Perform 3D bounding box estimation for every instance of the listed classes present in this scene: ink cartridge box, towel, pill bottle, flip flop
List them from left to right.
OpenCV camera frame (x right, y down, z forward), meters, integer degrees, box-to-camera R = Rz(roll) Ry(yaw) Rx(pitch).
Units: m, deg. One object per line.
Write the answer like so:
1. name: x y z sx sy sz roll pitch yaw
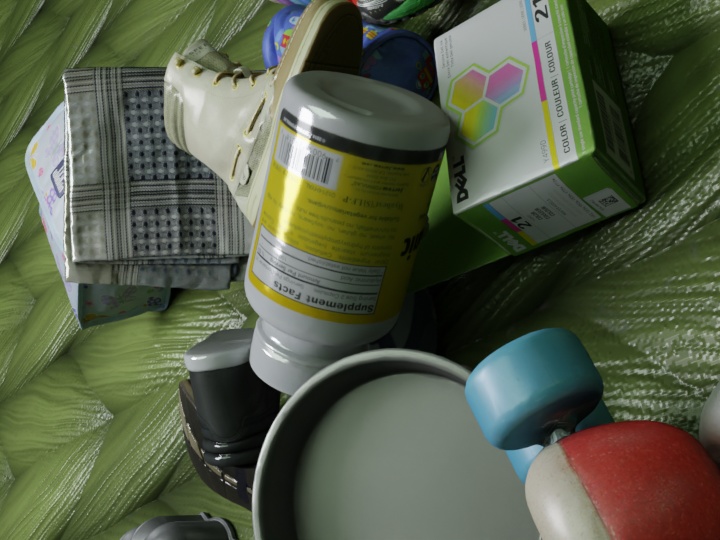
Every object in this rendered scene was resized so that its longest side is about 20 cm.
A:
1. towel: -0.173 -0.081 0.921 0.035 0.190 0.202 -134 45 -77
2. flip flop: -0.087 0.151 0.844 0.199 0.057 0.082 24 127 40
3. pill bottle: -0.017 -0.020 0.678 0.111 0.110 0.202 47 129 51
4. ink cartridge box: 0.076 -0.084 0.691 0.199 0.076 0.149 -24 55 31

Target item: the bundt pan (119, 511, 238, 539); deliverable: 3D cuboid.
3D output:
1. bundt pan: -0.175 0.306 0.873 0.201 0.075 0.204 -26 55 43

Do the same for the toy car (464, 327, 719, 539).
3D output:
1. toy car: 0.182 0.099 0.469 0.199 0.177 0.185 -29 61 6

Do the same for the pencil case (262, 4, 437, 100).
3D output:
1. pencil case: -0.017 -0.179 0.884 0.087 0.078 0.200 -58 36 -1

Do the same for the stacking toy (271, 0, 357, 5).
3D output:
1. stacking toy: -0.023 -0.273 0.948 0.200 0.085 0.086 35 102 46

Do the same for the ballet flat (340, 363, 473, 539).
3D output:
1. ballet flat: 0.022 0.150 0.703 0.071 0.069 0.202 -138 70 -78

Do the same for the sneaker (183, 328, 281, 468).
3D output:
1. sneaker: -0.086 0.098 0.802 0.070 0.200 0.100 -6 94 10

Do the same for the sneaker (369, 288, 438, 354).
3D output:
1. sneaker: 0.000 0.000 0.776 0.070 0.082 0.201 -43 44 32

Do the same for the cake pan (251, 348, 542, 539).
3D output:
1. cake pan: 0.027 0.150 0.638 0.198 0.037 0.203 -2 85 22

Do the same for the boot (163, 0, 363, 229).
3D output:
1. boot: -0.086 -0.151 0.819 0.155 0.072 0.201 43 126 29

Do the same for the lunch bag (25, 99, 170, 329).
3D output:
1. lunch bag: -0.267 -0.069 1.049 0.171 0.126 0.201 62 150 28

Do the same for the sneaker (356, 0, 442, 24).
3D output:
1. sneaker: 0.054 -0.286 0.811 0.201 0.085 0.078 -57 34 0
